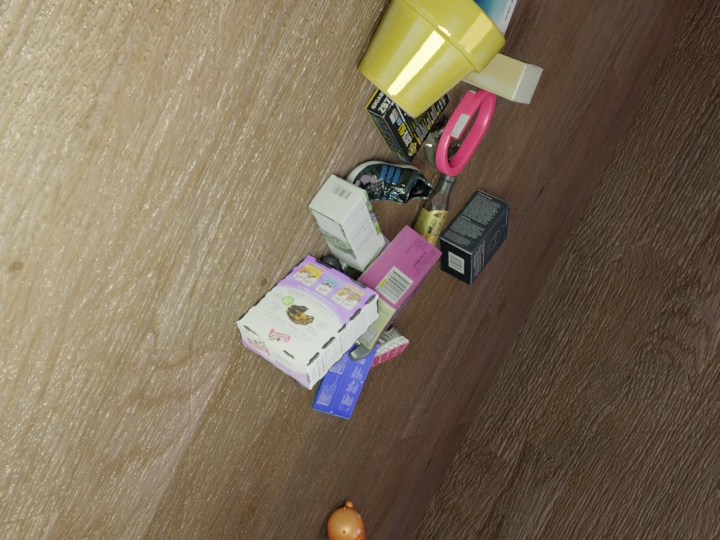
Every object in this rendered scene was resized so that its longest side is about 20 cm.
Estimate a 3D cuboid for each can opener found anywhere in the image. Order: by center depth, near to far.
[{"bbox_3d":[-0.051,0.192,1.512,0.199,0.067,0.053,-33,-179,-13],"label":"can opener"}]

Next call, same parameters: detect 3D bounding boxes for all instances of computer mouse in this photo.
[{"bbox_3d":[-0.058,0.054,1.406,0.034,0.058,0.202,-65,160,-54],"label":"computer mouse"}]

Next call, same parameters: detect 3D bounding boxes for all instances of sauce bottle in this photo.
[{"bbox_3d":[0.171,-0.133,1.657,0.066,0.066,0.202,-11,125,-59],"label":"sauce bottle"}]

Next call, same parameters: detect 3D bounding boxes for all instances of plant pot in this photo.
[{"bbox_3d":[0.101,-0.363,1.146,0.189,0.201,0.200,-49,157,12],"label":"plant pot"}]

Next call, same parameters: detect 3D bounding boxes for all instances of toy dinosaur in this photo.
[{"bbox_3d":[0.171,-0.271,1.524,0.102,0.077,0.201,-40,155,-15],"label":"toy dinosaur"}]

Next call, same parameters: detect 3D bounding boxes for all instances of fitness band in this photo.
[{"bbox_3d":[0.221,-0.293,1.471,0.201,0.037,0.144,-57,159,-10],"label":"fitness band"}]

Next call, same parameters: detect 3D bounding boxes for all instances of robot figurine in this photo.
[{"bbox_3d":[-0.044,0.810,2.173,0.144,0.116,0.201,-39,148,-25],"label":"robot figurine"}]

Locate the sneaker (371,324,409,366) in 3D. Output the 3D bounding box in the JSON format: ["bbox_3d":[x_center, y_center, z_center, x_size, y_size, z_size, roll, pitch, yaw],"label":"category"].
[{"bbox_3d":[0.016,0.183,1.689,0.198,0.088,0.074,-21,149,-22],"label":"sneaker"}]

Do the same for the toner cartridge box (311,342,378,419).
[{"bbox_3d":[-0.036,0.234,1.603,0.043,0.094,0.202,-102,-148,-70],"label":"toner cartridge box"}]

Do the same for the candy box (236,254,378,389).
[{"bbox_3d":[-0.091,0.087,1.257,0.200,0.167,0.072,-44,149,-31],"label":"candy box"}]

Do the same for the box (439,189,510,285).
[{"bbox_3d":[0.312,-0.091,1.921,0.200,0.107,0.149,-48,152,-24],"label":"box"}]

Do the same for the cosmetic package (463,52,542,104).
[{"bbox_3d":[0.235,-0.390,1.344,0.105,0.199,0.072,-15,129,-58],"label":"cosmetic package"}]

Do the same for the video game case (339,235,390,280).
[{"bbox_3d":[0.000,0.000,1.518,0.183,0.023,0.200,-60,156,-4],"label":"video game case"}]

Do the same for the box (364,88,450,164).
[{"bbox_3d":[0.094,-0.316,1.334,0.160,0.049,0.200,-57,155,-4],"label":"box"}]

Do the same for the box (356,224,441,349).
[{"bbox_3d":[0.056,0.038,1.449,0.176,0.096,0.200,-48,173,-31],"label":"box"}]

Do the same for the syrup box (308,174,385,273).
[{"bbox_3d":[-0.021,-0.083,1.319,0.082,0.078,0.200,-55,155,-14],"label":"syrup box"}]

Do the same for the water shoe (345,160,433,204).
[{"bbox_3d":[0.059,-0.166,1.349,0.199,0.079,0.072,-13,130,-39],"label":"water shoe"}]

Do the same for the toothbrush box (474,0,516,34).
[{"bbox_3d":[0.220,-0.512,1.324,0.199,0.085,0.148,-16,129,-56],"label":"toothbrush box"}]
